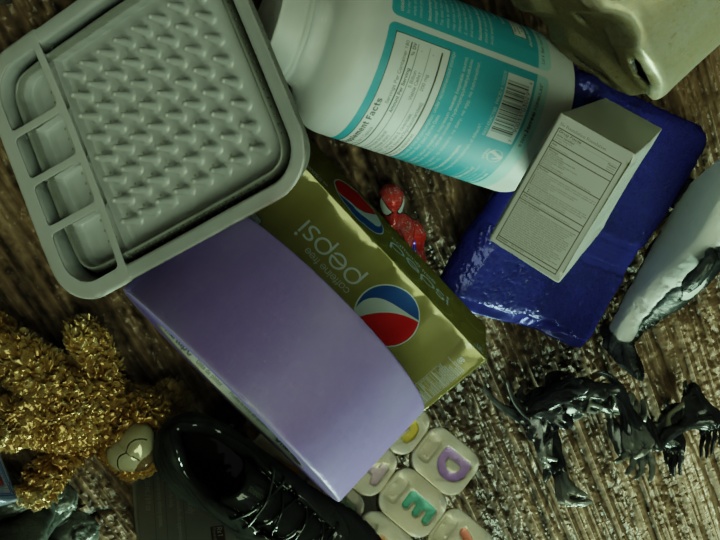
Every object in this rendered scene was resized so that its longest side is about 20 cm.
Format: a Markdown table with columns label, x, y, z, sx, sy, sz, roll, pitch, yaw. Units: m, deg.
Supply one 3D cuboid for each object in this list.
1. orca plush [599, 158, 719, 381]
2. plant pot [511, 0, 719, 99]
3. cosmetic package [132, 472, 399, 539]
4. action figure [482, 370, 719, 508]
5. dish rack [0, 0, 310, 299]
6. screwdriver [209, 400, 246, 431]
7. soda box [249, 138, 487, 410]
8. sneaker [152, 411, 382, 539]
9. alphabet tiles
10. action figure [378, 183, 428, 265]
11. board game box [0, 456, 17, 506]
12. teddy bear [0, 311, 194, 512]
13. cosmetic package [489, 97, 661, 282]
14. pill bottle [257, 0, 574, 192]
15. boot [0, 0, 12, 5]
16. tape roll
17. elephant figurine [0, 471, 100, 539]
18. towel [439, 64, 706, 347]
| label | x | y | z | sx | sy | sz | roll | pitch | yaw |
| --- | --- | --- | --- | --- | --- | --- | --- | --- | --- |
| orca plush | 0.262 | 0.003 | 0.835 | 0.071 | 0.105 | 0.200 | 18 | 113 | -10 |
| plant pot | 0.183 | -0.210 | 0.638 | 0.200 | 0.200 | 0.184 | 40 | 92 | -27 |
| cosmetic package | -0.074 | 0.210 | 0.869 | 0.199 | 0.107 | 0.090 | -8 | 118 | -11 |
| action figure | 0.197 | 0.134 | 0.889 | 0.199 | 0.102 | 0.119 | 7 | 156 | -23 |
| dish rack | -0.127 | -0.092 | 0.674 | 0.200 | 0.044 | 0.172 | -26 | 82 | 26 |
| screwdriver | -0.069 | 0.080 | 0.849 | 0.029 | 0.028 | 0.200 | 45 | 100 | 2 |
| soda box | 0.000 | 0.000 | 0.761 | 0.064 | 0.068 | 0.200 | -40 | 100 | 16 |
| sneaker | -0.061 | 0.168 | 0.755 | 0.200 | 0.091 | 0.076 | 32 | 74 | 1 |
| alphabet tiles | -0.005 | 0.189 | 0.813 | 0.195 | 0.015 | 0.200 | 40 | 77 | -3 |
| action figure | 0.023 | 0.028 | 0.832 | 0.065 | 0.052 | 0.201 | -4 | 115 | -7 |
| board game box | -0.317 | 0.116 | 0.711 | 0.200 | 0.200 | 0.062 | -54 | 150 | 16 |
| teddy bear | -0.217 | 0.099 | 0.787 | 0.200 | 0.067 | 0.145 | 45 | 77 | -24 |
| cosmetic package | 0.138 | -0.058 | 0.676 | 0.051 | 0.200 | 0.083 | 33 | 109 | 10 |
| pill bottle | 0.030 | -0.129 | 0.714 | 0.199 | 0.111 | 0.111 | 16 | 112 | -20 |
| boot | -0.277 | -0.231 | 0.621 | 0.199 | 0.070 | 0.147 | 0 | 111 | -14 |
| tape roll | -0.058 | 0.054 | 0.728 | 0.085 | 0.200 | 0.200 | -46 | 120 | -13 |
| elephant figurine | -0.258 | 0.251 | 0.787 | 0.141 | 0.200 | 0.155 | 28 | 114 | -27 |
| towel | 0.156 | -0.046 | 0.827 | 0.147 | 0.050 | 0.200 | 19 | 111 | -29 |
